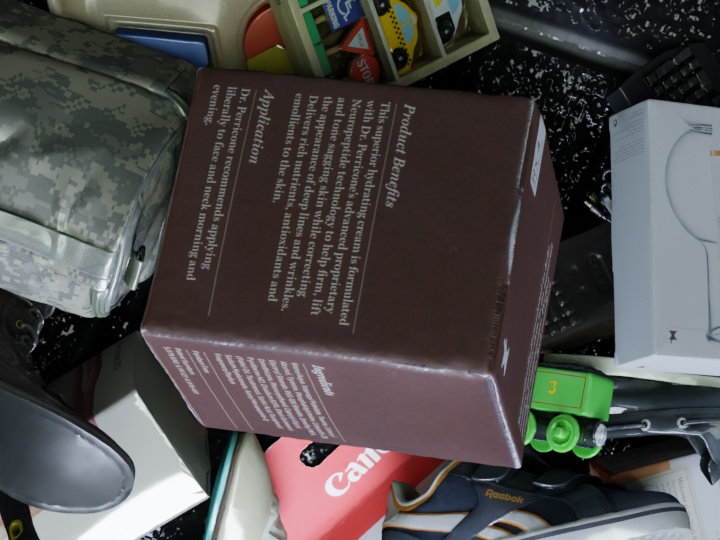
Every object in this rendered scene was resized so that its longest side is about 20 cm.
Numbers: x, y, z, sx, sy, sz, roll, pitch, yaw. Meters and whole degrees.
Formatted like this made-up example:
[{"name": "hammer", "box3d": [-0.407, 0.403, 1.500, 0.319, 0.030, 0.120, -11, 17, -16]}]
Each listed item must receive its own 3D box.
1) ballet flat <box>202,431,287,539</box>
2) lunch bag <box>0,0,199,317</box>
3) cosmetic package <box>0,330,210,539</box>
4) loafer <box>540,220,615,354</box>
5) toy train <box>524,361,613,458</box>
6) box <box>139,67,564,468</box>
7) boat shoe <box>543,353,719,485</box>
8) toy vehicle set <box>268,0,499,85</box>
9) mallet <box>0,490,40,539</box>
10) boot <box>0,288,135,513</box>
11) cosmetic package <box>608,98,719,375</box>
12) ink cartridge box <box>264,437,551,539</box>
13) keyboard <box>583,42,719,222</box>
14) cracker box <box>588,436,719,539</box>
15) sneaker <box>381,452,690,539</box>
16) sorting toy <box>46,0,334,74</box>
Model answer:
[{"name": "ballet flat", "box3d": [-0.080, 0.188, 1.674, 0.069, 0.070, 0.201, 17, 118, -9]}, {"name": "lunch bag", "box3d": [-0.199, -0.061, 1.510, 0.199, 0.168, 0.140, 21, 113, 2]}, {"name": "cosmetic package", "box3d": [-0.197, 0.136, 1.632, 0.199, 0.103, 0.088, -31, 109, 6]}, {"name": "loafer", "box3d": [0.160, 0.003, 1.632, 0.198, 0.071, 0.074, -13, 77, -8]}, {"name": "toy train", "box3d": [0.063, 0.073, 1.598, 0.199, 0.042, 0.057, 7, 84, 36]}, {"name": "box", "box3d": [0.000, 0.000, 1.507, 0.198, 0.164, 0.167, 7, 69, 12]}, {"name": "boat shoe", "box3d": [0.204, 0.094, 1.595, 0.198, 0.075, 0.067, 9, 86, -2]}, {"name": "toy vehicle set", "box3d": [-0.005, -0.201, 1.536, 0.124, 0.026, 0.201, -29, 111, -23]}, {"name": "mallet", "box3d": [-0.210, 0.092, 1.574, 0.066, 0.200, 0.041, -39, 132, 2]}, {"name": "boot", "box3d": [-0.201, 0.041, 1.560, 0.199, 0.174, 0.069, 29, 123, -4]}, {"name": "cosmetic package", "box3d": [0.243, -0.013, 1.565, 0.199, 0.052, 0.152, 5, 79, -25]}, {"name": "ink cartridge box", "box3d": [0.040, 0.160, 1.683, 0.161, 0.050, 0.200, -43, 108, 11]}, {"name": "keyboard", "box3d": [0.211, -0.029, 1.591, 0.127, 0.021, 0.201, -35, 94, -21]}, {"name": "cracker box", "box3d": [0.254, 0.162, 1.663, 0.198, 0.058, 0.135, -13, 99, -8]}, {"name": "sneaker", "box3d": [0.099, 0.143, 1.604, 0.199, 0.078, 0.080, -14, 74, 24]}, {"name": "sorting toy", "box3d": [-0.085, -0.166, 1.568, 0.198, 0.037, 0.186, -11, 109, 1]}]
